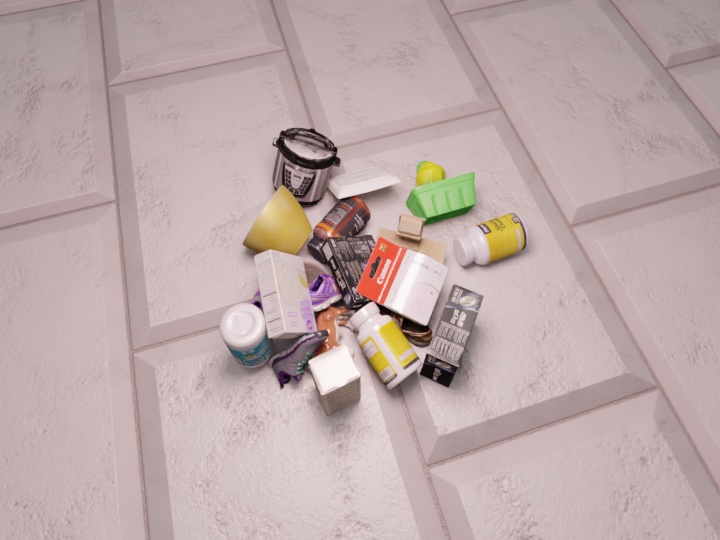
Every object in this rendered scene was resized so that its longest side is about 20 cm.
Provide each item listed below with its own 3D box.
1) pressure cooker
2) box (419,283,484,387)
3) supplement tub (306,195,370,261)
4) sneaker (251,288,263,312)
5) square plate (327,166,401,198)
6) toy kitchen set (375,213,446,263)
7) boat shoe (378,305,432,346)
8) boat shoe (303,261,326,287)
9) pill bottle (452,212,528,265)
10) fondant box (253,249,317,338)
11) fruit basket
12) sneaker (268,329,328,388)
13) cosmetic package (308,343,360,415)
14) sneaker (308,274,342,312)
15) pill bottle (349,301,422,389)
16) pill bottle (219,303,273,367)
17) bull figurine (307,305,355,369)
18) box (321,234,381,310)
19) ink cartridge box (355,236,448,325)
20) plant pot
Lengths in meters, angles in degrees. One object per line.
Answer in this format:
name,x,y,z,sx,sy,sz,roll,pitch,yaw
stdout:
pressure cooker,-0.167,-0.320,1.543,0.174,0.202,0.179,-18,54,-38
box,0.230,0.166,1.330,0.084,0.165,0.203,21,63,11
supplement tub,-0.066,-0.120,1.511,0.106,0.108,0.201,35,68,17
sneaker,-0.217,0.110,1.409,0.199,0.081,0.089,37,72,24
square plate,0.003,-0.271,1.572,0.196,0.029,0.198,-16,23,-9
toy kitchen set,0.126,-0.028,1.433,0.195,0.164,0.184,14,62,7
boat shoe,0.103,0.132,1.399,0.196,0.072,0.077,19,63,9
boat shoe,-0.182,0.003,1.442,0.196,0.072,0.077,21,87,-22
pill bottle,0.368,-0.084,1.494,0.196,0.113,0.114,-19,63,-11
fondant box,-0.182,0.062,1.291,0.057,0.144,0.205,-18,76,24
fruit basket,0.230,-0.255,1.576,0.210,0.156,0.221,1,78,-6
sneaker,-0.142,0.221,1.315,0.198,0.074,0.089,-34,71,31
cosmetic package,-0.058,0.264,1.253,0.101,0.201,0.088,-22,64,-13
sneaker,-0.076,0.039,1.412,0.198,0.085,0.080,-30,20,-37
pill bottle,0.059,0.186,1.329,0.110,0.112,0.202,-32,79,-17
pill bottle,-0.275,0.171,1.302,0.108,0.201,0.113,0,62,0
bull figurine,-0.074,0.183,1.375,0.118,0.065,0.204,3,63,-2
box,0.000,0.000,1.416,0.158,0.044,0.203,-7,61,-38
ink cartridge box,0.109,0.025,1.342,0.197,0.057,0.165,27,78,-12
plant pot,-0.219,-0.114,1.478,0.141,0.200,0.202,35,65,-8
